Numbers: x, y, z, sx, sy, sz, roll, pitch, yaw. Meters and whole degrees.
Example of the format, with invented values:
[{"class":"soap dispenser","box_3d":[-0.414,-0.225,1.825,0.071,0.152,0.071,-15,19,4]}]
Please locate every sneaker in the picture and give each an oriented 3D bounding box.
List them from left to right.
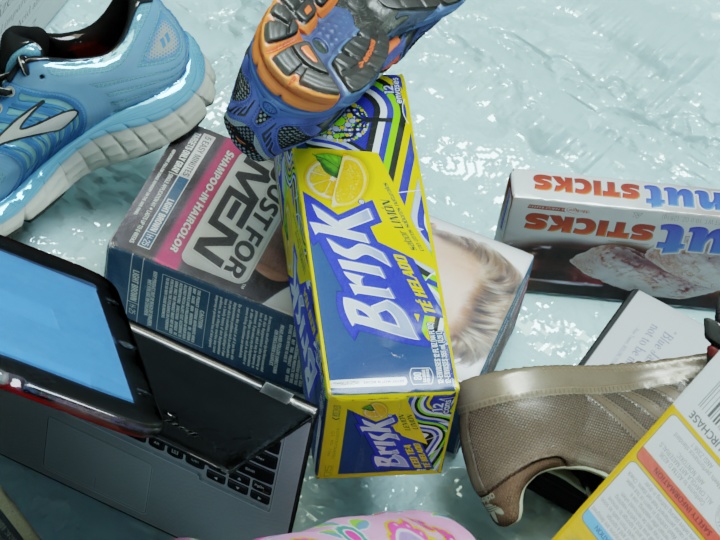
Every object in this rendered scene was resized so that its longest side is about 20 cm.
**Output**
[{"class":"sneaker","box_3d":[-0.177,-0.083,1.400,0.199,0.090,0.078,-31,35,-9]},{"class":"sneaker","box_3d":[-0.013,-0.117,1.325,0.075,0.078,0.200,45,37,2]},{"class":"sneaker","box_3d":[0.138,0.083,1.346,0.199,0.070,0.076,-3,82,-22]}]

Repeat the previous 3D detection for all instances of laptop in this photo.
[{"class":"laptop","box_3d":[-0.128,0.077,1.223,0.186,0.201,0.116,24,47,11]}]

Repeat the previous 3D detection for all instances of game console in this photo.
[{"class":"game console","box_3d":[-0.159,-0.033,1.133,0.118,0.174,0.200,-9,20,-9]}]

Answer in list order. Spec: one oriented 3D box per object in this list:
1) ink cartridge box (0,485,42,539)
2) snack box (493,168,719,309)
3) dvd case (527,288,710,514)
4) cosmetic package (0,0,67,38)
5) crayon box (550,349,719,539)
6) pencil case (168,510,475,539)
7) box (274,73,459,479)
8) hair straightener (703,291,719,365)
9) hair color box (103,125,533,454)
[{"class":"ink cartridge box","box_3d":[-0.236,0.069,1.233,0.075,0.165,0.200,-42,64,-12]},{"class":"snack box","box_3d":[0.171,-0.013,1.441,0.198,0.072,0.024,6,47,-5]},{"class":"dvd case","box_3d":[0.192,0.102,1.383,0.199,0.018,0.143,29,50,14]},{"class":"cosmetic package","box_3d":[-0.250,-0.202,1.443,0.164,0.201,0.165,22,50,9]},{"class":"crayon box","box_3d":[0.154,0.148,1.260,0.126,0.200,0.051,50,20,29]},{"class":"pencil case","box_3d":[-0.021,0.153,1.202,0.087,0.088,0.200,43,21,24]},{"class":"box","box_3d":[0.000,0.000,1.321,0.064,0.070,0.201,-2,51,-9]},{"class":"hair straightener","box_3d":[0.198,0.092,1.314,0.076,0.041,0.202,3,83,-7]},{"class":"hair color box","box_3d":[-0.022,0.007,1.398,0.199,0.061,0.100,21,50,7]}]
